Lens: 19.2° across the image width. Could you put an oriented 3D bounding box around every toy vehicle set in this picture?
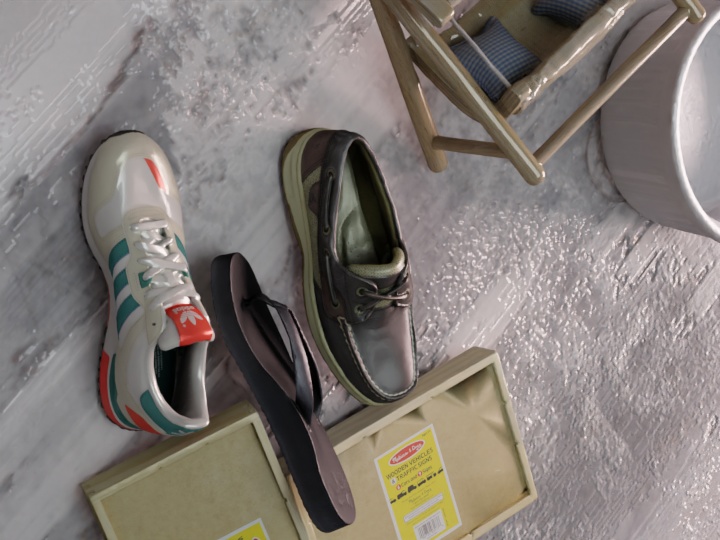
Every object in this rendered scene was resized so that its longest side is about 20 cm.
[{"bbox_3d":[-0.093,0.202,1.425,0.124,0.027,0.200,-25,112,-13],"label":"toy vehicle set"},{"bbox_3d":[0.034,0.153,1.528,0.200,0.026,0.124,-28,112,-31],"label":"toy vehicle set"}]

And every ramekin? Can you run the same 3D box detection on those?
[{"bbox_3d":[0.279,-0.118,1.643,0.200,0.098,0.201,-5,99,-37],"label":"ramekin"}]

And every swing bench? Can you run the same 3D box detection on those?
[{"bbox_3d":[0.101,-0.200,1.478,0.199,0.130,0.200,-45,120,-23],"label":"swing bench"}]

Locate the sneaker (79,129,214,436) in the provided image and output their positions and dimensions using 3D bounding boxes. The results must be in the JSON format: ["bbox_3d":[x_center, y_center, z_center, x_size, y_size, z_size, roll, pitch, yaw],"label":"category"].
[{"bbox_3d":[-0.125,0.011,1.356,0.070,0.093,0.200,-9,102,-36],"label":"sneaker"}]

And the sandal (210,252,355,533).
[{"bbox_3d":[-0.043,0.076,1.420,0.043,0.076,0.200,-23,97,14],"label":"sandal"}]

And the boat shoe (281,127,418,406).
[{"bbox_3d":[0.001,-0.001,1.457,0.072,0.066,0.201,-20,100,-29],"label":"boat shoe"}]
